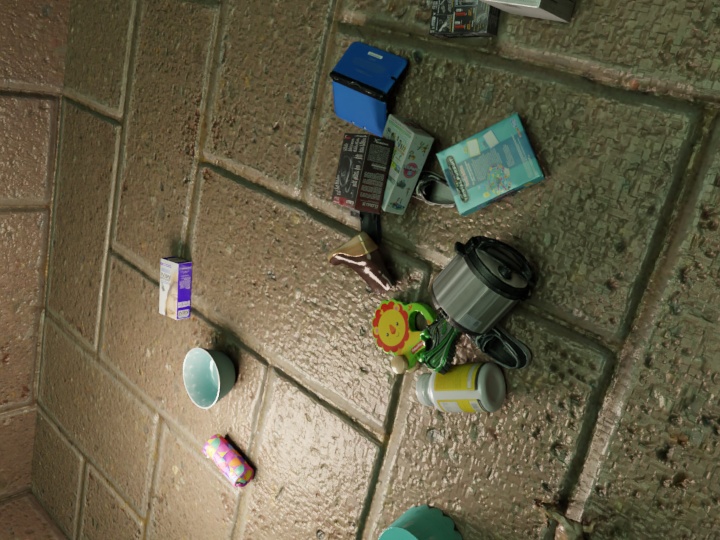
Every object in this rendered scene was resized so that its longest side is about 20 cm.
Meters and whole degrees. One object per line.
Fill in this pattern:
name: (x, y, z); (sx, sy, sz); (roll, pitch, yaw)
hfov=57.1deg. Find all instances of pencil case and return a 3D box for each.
pencil case: (-0.443, 0.636, 2.208); (0.199, 0.088, 0.089); (33, 116, 33)

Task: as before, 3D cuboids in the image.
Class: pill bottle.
pill bottle: (0.234, 0.279, 1.567); (0.199, 0.111, 0.113); (-10, 89, 41)

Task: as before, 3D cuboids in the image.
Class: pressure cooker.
pressure cooker: (0.275, 0.024, 1.457); (0.201, 0.175, 0.179); (-53, 56, 32)

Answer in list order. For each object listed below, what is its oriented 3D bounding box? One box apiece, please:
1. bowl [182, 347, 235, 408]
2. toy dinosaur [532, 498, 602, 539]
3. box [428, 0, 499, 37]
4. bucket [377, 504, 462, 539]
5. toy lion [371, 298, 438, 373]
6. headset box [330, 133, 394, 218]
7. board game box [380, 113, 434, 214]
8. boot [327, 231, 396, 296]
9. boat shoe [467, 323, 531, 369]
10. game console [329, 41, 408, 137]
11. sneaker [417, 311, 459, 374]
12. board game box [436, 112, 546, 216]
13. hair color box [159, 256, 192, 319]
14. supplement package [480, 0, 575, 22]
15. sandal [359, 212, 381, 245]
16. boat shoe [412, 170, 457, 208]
bowl: (-0.491, 0.347, 2.200); (0.199, 0.104, 0.204); (6, 99, 39)
toy dinosaur: (0.451, 0.579, 1.444); (0.135, 0.085, 0.202); (10, 118, 50)
box: (0.240, -0.635, 1.492); (0.157, 0.049, 0.203); (13, 104, 38)
bucket: (0.146, 0.716, 1.679); (0.206, 0.134, 0.210); (6, 99, 40)
toy lion: (0.114, 0.151, 1.694); (0.200, 0.068, 0.193); (-44, 60, 35)
headset box: (0.000, -0.232, 1.637); (0.149, 0.076, 0.203); (24, 105, 63)
board game box: (0.090, -0.261, 1.623); (0.148, 0.064, 0.202); (54, 130, 52)
boot: (0.000, 0.000, 1.763); (0.168, 0.072, 0.200); (60, 146, 0)
boat shoe: (0.297, 0.162, 1.526); (0.200, 0.067, 0.072); (40, 119, 33)
game console: (0.025, -0.471, 1.717); (0.199, 0.118, 0.171); (32, 84, 33)
sneaker: (0.190, 0.136, 1.553); (0.078, 0.084, 0.202); (125, 165, -66)
board game box: (0.288, -0.232, 1.467); (0.198, 0.047, 0.153); (-24, 79, 22)
hair color box: (-0.653, 0.061, 2.332); (0.108, 0.064, 0.203); (14, 106, 38)
supplement package: (0.354, -0.627, 1.329); (0.151, 0.150, 0.202); (26, 111, 36)
sandal: (0.017, -0.160, 1.744); (0.076, 0.043, 0.203); (-10, 89, 41)
boat shoe: (0.172, -0.194, 1.596); (0.199, 0.060, 0.075); (26, 113, 36)
